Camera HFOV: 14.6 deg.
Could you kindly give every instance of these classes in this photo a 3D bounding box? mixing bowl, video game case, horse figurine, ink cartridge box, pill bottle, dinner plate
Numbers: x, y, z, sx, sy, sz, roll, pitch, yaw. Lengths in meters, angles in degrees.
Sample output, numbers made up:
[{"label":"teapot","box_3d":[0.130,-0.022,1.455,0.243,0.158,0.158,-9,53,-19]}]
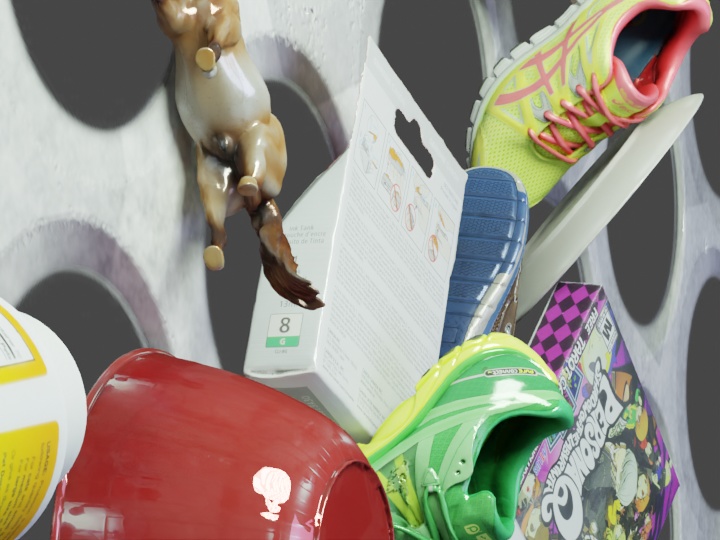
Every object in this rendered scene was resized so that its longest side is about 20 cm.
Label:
[{"label":"mixing bowl","box_3d":[-0.051,0.136,1.301,0.200,0.108,0.201,-1,90,-67]},{"label":"video game case","box_3d":[0.122,0.139,1.663,0.200,0.036,0.181,-62,141,-38]},{"label":"horse figurine","box_3d":[-0.065,-0.078,1.341,0.133,0.050,0.200,-74,149,-75]},{"label":"ink cartridge box","box_3d":[0.000,0.000,1.517,0.161,0.050,0.200,52,40,-55]},{"label":"pill bottle","box_3d":[-0.176,0.060,0.995,0.200,0.109,0.110,-10,98,-67]},{"label":"dinner plate","box_3d":[0.139,-0.038,1.737,0.024,0.200,0.200,39,33,-1]}]

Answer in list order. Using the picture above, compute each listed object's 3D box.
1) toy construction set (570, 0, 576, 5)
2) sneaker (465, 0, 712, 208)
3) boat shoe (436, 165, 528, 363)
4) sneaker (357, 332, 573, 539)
[{"label":"toy construction set","box_3d":[0.130,-0.176,1.782,0.131,0.092,0.200,-65,146,-47]},{"label":"sneaker","box_3d":[0.139,-0.110,1.705,0.078,0.200,0.090,29,14,-31]},{"label":"boat shoe","box_3d":[0.053,0.036,1.622,0.072,0.072,0.200,61,45,-57]},{"label":"sneaker","box_3d":[0.032,0.123,1.458,0.200,0.084,0.074,-51,147,-1]}]
